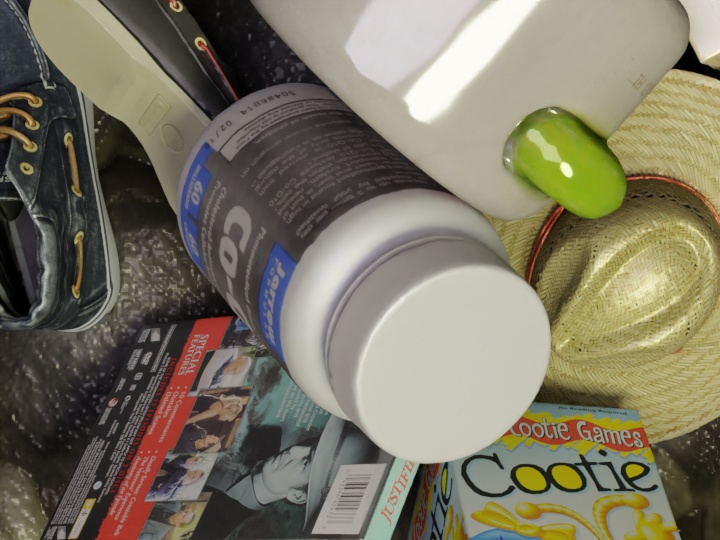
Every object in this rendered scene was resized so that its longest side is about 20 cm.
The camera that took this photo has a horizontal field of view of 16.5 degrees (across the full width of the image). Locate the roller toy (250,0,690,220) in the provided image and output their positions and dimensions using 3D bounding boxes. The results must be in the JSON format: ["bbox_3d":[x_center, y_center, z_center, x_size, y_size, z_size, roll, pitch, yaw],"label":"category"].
[{"bbox_3d":[0.048,-0.129,1.106,0.200,0.182,0.140,39,100,-22],"label":"roller toy"}]

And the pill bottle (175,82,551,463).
[{"bbox_3d":[0.000,0.000,1.134,0.114,0.114,0.200,-58,34,9],"label":"pill bottle"}]

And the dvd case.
[{"bbox_3d":[-0.052,0.080,1.206,0.200,0.022,0.146,-7,46,36],"label":"dvd case"}]

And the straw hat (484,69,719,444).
[{"bbox_3d":[0.126,0.003,1.170,0.201,0.085,0.202,1,105,4],"label":"straw hat"}]

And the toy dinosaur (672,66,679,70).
[{"bbox_3d":[0.098,-0.134,1.225,0.106,0.060,0.200,-35,92,1],"label":"toy dinosaur"}]

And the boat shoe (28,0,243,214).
[{"bbox_3d":[-0.081,-0.077,1.261,0.201,0.063,0.074,51,142,-4],"label":"boat shoe"}]

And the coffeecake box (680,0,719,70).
[{"bbox_3d":[0.215,-0.211,1.172,0.200,0.073,0.154,-30,84,15],"label":"coffeecake box"}]

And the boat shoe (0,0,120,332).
[{"bbox_3d":[-0.178,-0.065,1.279,0.071,0.091,0.201,-18,86,15],"label":"boat shoe"}]

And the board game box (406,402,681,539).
[{"bbox_3d":[0.087,0.157,1.125,0.105,0.200,0.103,4,121,-10],"label":"board game box"}]
